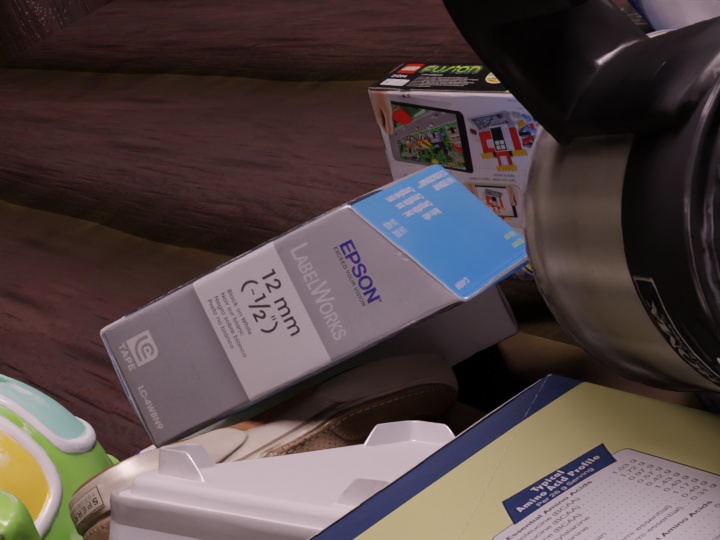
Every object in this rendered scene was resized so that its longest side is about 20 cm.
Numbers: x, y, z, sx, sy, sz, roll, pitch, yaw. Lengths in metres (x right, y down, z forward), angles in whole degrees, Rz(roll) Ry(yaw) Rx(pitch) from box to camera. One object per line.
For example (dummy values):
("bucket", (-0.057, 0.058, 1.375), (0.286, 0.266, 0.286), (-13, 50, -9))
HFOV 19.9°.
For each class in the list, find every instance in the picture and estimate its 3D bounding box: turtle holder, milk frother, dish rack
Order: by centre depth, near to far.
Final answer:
("milk frother", (0.141, -0.064, 0.573), (0.199, 0.181, 0.188), (-29, 6, -6))
("dish rack", (0.015, 0.086, 0.757), (0.171, 0.044, 0.199), (2, 2, 42))
("turtle holder", (-0.182, 0.119, 0.930), (0.140, 0.132, 0.186), (-34, 18, 16))

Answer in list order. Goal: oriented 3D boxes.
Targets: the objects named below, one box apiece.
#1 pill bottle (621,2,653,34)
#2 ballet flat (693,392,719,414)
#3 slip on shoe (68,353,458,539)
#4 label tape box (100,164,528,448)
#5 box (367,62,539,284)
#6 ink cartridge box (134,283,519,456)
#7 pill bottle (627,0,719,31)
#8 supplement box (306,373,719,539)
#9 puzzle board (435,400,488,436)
("pill bottle", (0.178, -0.096, 1.102), (0.116, 0.117, 0.200), (-11, 22, 39))
("ballet flat", (0.181, 0.036, 0.813), (0.066, 0.057, 0.200), (-30, 18, -11))
("slip on shoe", (-0.031, 0.093, 0.904), (0.199, 0.061, 0.076), (-17, -19, -38))
("label tape box", (0.000, 0.000, 0.931), (0.199, 0.066, 0.143), (-28, 0, 20))
("box", (0.100, -0.046, 1.021), (0.199, 0.111, 0.035), (6, 33, 41))
("ink cartridge box", (-0.020, 0.061, 1.024), (0.199, 0.037, 0.095), (-25, 1, -5))
("pill bottle", (0.171, -0.168, 0.980), (0.115, 0.116, 0.200), (-24, 19, 5))
("supplement box", (0.056, 0.145, 0.544), (0.199, 0.135, 0.199), (-32, 19, -22))
("puzzle board", (-0.021, 0.120, 0.928), (0.199, 0.018, 0.151), (-31, 17, -17))
